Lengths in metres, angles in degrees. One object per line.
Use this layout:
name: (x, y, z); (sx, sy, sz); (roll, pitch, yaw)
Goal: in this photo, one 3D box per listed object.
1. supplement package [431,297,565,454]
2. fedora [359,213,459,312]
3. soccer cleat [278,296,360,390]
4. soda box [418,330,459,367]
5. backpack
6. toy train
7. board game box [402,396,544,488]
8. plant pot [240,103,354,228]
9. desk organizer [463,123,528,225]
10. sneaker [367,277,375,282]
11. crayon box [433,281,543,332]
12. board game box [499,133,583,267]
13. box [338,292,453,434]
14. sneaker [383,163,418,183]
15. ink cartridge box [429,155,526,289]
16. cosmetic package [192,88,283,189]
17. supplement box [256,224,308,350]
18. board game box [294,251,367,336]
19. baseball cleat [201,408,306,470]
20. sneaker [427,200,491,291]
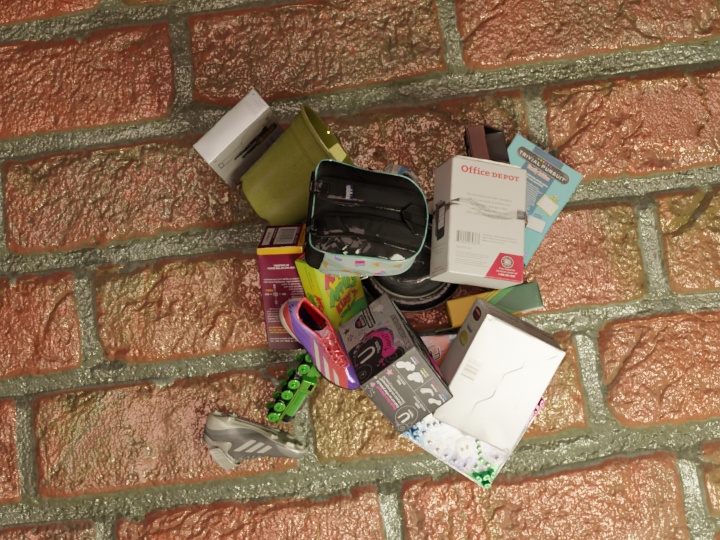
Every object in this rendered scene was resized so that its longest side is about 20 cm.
supplement package: (0.227, 0.178, 1.582); (0.154, 0.111, 0.202); (26, 100, -7)
fedora: (0.089, -0.015, 1.638); (0.197, 0.092, 0.204); (0, 92, 4)
soccer cleat: (-0.060, 0.128, 1.601); (0.201, 0.073, 0.068); (49, 60, -7)
soda box: (0.093, 0.152, 1.708); (0.196, 0.068, 0.065); (-6, 90, 4)
backpack: (0.010, -0.075, 1.527); (0.196, 0.154, 0.179); (4, 66, -1)
toy train: (-0.113, 0.210, 1.690); (0.056, 0.042, 0.201); (18, 122, -23)
board game box: (0.206, 0.266, 1.670); (0.199, 0.026, 0.201); (33, 94, -7)
plant pot: (-0.117, -0.174, 1.722); (0.183, 0.200, 0.202); (-36, 81, 10)
desk organizer: (0.247, -0.168, 1.693); (0.076, 0.072, 0.203); (-11, 80, 2)
sneaker: (0.000, 0.000, 1.734); (0.197, 0.079, 0.075); (-5, 84, 5)
crayon box: (0.225, 0.066, 1.681); (0.197, 0.126, 0.052); (-14, 86, 3)
board game box: (0.303, -0.131, 1.742); (0.150, 0.047, 0.201); (34, 86, 9)
box: (0.053, 0.154, 1.559); (0.114, 0.200, 0.133); (-36, 117, 4)
sneaker: (0.046, -0.137, 1.687); (0.071, 0.200, 0.073); (13, 126, 23)
ink cartridge box: (0.202, -0.081, 1.581); (0.143, 0.083, 0.204); (8, 78, -18)
cosmetic package: (-0.220, -0.240, 1.720); (0.150, 0.200, 0.052); (-42, 81, -1)
supplement box: (-0.131, 0.030, 1.681); (0.084, 0.111, 0.203); (-2, 113, 5)
board game box: (-0.046, 0.041, 1.650); (0.047, 0.202, 0.102); (15, 44, 36)
baseball cleat: (-0.201, 0.331, 1.721); (0.197, 0.070, 0.108); (20, 98, 11)
sneaker: (0.181, -0.041, 1.728); (0.078, 0.077, 0.201); (-40, 88, -31)
